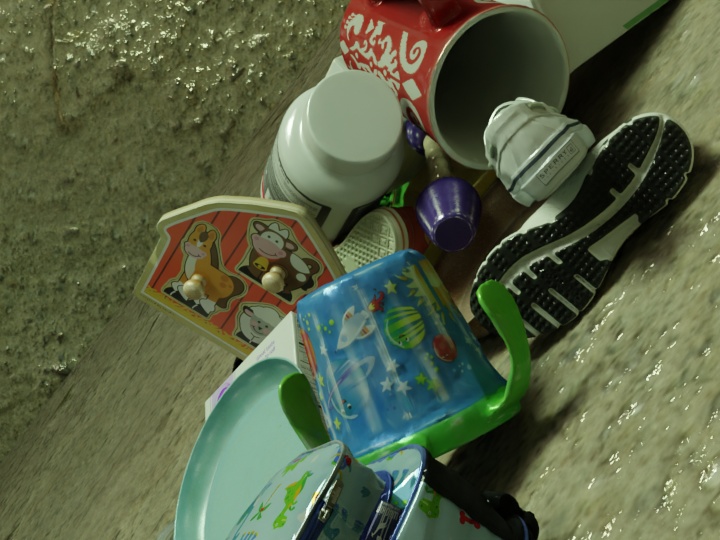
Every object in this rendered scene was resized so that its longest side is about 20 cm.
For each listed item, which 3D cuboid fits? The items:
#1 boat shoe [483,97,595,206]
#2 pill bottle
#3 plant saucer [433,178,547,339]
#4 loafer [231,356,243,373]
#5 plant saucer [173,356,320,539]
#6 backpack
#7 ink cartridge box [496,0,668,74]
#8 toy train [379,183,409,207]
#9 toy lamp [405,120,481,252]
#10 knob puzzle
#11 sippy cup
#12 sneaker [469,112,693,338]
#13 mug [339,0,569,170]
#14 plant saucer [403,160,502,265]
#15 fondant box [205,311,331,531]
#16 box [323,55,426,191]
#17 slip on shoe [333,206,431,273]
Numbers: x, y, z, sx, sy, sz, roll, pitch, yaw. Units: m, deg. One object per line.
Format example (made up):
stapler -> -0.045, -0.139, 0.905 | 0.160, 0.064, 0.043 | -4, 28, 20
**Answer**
boat shoe -> 0.122, -0.093, 0.962 | 0.074, 0.067, 0.200 | -44, -1, 3
pill bottle -> -0.023, -0.097, 1.192 | 0.111, 0.110, 0.200 | -59, 1, -19
plant saucer -> 0.116, -0.014, 1.099 | 0.201, 0.037, 0.201 | -50, 15, 18
loafer -> -0.098, 0.100, 1.480 | 0.073, 0.071, 0.201 | -46, 16, 31
plant saucer -> -0.086, 0.168, 1.082 | 0.200, 0.027, 0.202 | -38, 39, 39
backpack -> -0.018, 0.206, 0.783 | 0.202, 0.146, 0.183 | -64, 13, -25
ink cartridge box -> 0.174, -0.248, 1.230 | 0.145, 0.088, 0.200 | -36, 19, -14
toy train -> 0.030, -0.063, 1.471 | 0.201, 0.056, 0.042 | -80, 13, -60
toy lamp -> 0.071, -0.079, 1.172 | 0.058, 0.058, 0.201 | -48, 21, 24
knob puzzle -> -0.095, 0.013, 1.201 | 0.219, 0.219, 0.031 | -42, 16, 42
sippy cup -> 0.023, 0.061, 0.921 | 0.176, 0.132, 0.140 | -24, -3, 2
sneaker -> 0.157, -0.030, 0.957 | 0.200, 0.074, 0.080 | -45, 1, 19
mug -> 0.069, -0.201, 1.164 | 0.132, 0.180, 0.200 | -16, 28, -20
plant saucer -> 0.119, -0.101, 1.275 | 0.200, 0.048, 0.200 | -50, 13, 19
fondant box -> -0.071, 0.158, 1.151 | 0.144, 0.058, 0.201 | -46, 33, 33
box -> 0.044, -0.163, 1.371 | 0.199, 0.098, 0.125 | -30, -21, -44
slip on shoe -> 0.000, 0.000, 1.231 | 0.061, 0.075, 0.200 | -15, -17, -37
